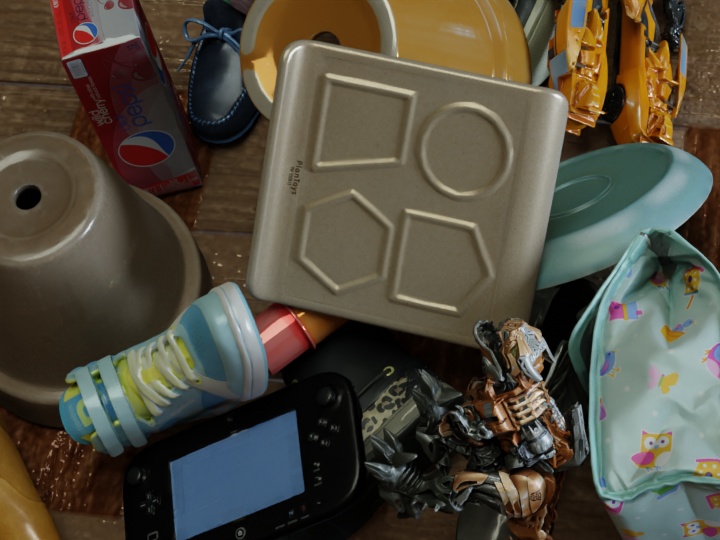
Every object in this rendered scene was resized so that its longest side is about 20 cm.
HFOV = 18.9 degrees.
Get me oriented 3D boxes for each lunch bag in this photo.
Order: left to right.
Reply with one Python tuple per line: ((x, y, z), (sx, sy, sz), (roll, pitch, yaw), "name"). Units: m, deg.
((0.214, 0.091, 1.460), (0.121, 0.171, 0.202), (-11, 59, 15), "lunch bag")

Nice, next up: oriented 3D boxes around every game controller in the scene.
((-0.081, 0.144, 1.488), (0.199, 0.042, 0.105), (-24, 47, 25), "game controller")

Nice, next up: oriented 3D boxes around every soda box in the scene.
((-0.177, -0.137, 1.649), (0.063, 0.201, 0.071), (-16, 58, 1), "soda box")

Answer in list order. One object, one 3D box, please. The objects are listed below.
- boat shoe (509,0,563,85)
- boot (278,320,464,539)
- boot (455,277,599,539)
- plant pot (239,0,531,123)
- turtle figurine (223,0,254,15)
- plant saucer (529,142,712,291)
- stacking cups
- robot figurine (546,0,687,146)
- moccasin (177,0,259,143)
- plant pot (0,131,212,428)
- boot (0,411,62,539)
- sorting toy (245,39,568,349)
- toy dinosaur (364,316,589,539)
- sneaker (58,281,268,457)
((0.140, -0.223, 1.720), (0.067, 0.072, 0.201), (9, 58, 23), "boat shoe")
((-0.038, 0.112, 1.560), (0.203, 0.074, 0.154), (-37, 51, -3), "boot")
((0.112, 0.109, 1.492), (0.067, 0.131, 0.201), (18, 65, 19), "boot")
((0.004, -0.149, 1.591), (0.198, 0.183, 0.202), (-1, 87, 23), "plant pot")
((-0.042, -0.280, 1.648), (0.149, 0.200, 0.101), (-16, 67, -27), "turtle figurine")
((0.156, -0.044, 1.563), (0.198, 0.028, 0.200), (-21, 18, 7), "plant saucer")
((0.000, 0.000, 1.542), (0.199, 0.061, 0.061), (-38, 60, -11), "stacking cups")
((0.199, -0.189, 1.661), (0.144, 0.058, 0.202), (19, 65, -28), "robot figurine")
((-0.106, -0.200, 1.750), (0.080, 0.068, 0.202), (3, 61, 12), "moccasin")
((-0.222, -0.008, 1.599), (0.198, 0.175, 0.202), (-4, 61, 8), "plant pot")
((-0.266, 0.160, 1.527), (0.070, 0.144, 0.202), (-24, 59, -3), "boot")
((0.031, -0.052, 1.481), (0.198, 0.036, 0.187), (11, 106, 6), "sorting toy")
((0.085, 0.125, 1.405), (0.135, 0.102, 0.202), (6, 99, 26), "toy dinosaur")
((-0.141, 0.076, 1.498), (0.130, 0.200, 0.080), (-19, 76, -19), "sneaker")
